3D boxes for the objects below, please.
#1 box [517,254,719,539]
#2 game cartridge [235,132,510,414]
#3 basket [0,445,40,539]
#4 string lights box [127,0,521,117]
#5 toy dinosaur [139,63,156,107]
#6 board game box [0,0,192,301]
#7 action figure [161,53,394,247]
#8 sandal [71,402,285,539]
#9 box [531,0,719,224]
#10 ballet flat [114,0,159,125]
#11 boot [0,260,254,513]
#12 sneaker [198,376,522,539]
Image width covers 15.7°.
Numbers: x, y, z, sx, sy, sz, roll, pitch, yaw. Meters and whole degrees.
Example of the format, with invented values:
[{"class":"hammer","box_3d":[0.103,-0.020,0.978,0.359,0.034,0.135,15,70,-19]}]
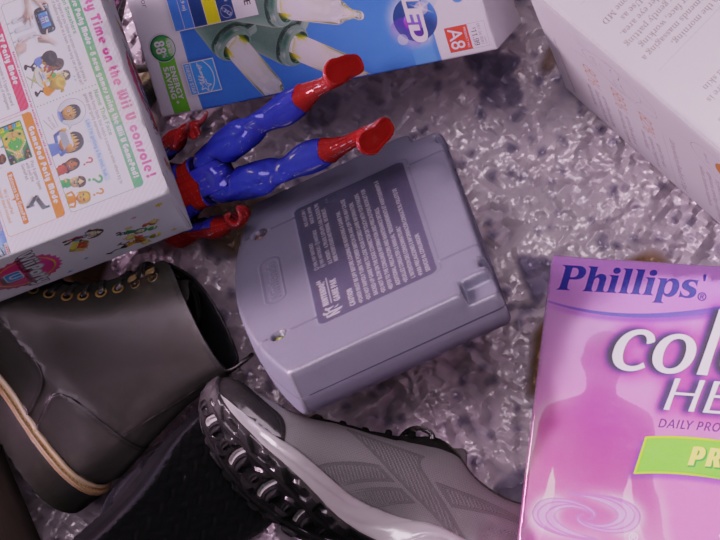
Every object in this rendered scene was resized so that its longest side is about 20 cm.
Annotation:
[{"class":"box","box_3d":[0.177,0.105,1.317,0.175,0.097,0.201,4,73,15]},{"class":"game cartridge","box_3d":[0.000,0.000,1.368,0.133,0.041,0.200,-21,27,3]},{"class":"basket","box_3d":[-0.233,0.170,1.377,0.180,0.136,0.200,-28,72,-25]},{"class":"string lights box","box_3d":[-0.024,-0.156,1.412,0.199,0.059,0.103,-10,106,22]},{"class":"toy dinosaur","box_3d":[-0.167,-0.084,1.490,0.088,0.047,0.200,37,81,7]},{"class":"board game box","box_3d":[-0.207,-0.058,1.364,0.199,0.064,0.148,-21,70,2]},{"class":"action figure","box_3d":[-0.074,-0.055,1.421,0.200,0.052,0.066,-25,98,39]},{"class":"sandal","box_3d":[-0.108,0.130,1.364,0.048,0.076,0.200,3,33,48]},{"class":"box","box_3d":[0.199,-0.098,1.348,0.106,0.152,0.200,-45,69,-4]},{"class":"ballet flat","box_3d":[-0.144,-0.111,1.448,0.071,0.069,0.201,11,78,-25]},{"class":"boot","box_3d":[-0.158,0.010,1.398,0.138,0.077,0.200,-37,88,19]},{"class":"sneaker","box_3d":[0.005,0.109,1.354,0.200,0.074,0.079,31,67,-7]}]
